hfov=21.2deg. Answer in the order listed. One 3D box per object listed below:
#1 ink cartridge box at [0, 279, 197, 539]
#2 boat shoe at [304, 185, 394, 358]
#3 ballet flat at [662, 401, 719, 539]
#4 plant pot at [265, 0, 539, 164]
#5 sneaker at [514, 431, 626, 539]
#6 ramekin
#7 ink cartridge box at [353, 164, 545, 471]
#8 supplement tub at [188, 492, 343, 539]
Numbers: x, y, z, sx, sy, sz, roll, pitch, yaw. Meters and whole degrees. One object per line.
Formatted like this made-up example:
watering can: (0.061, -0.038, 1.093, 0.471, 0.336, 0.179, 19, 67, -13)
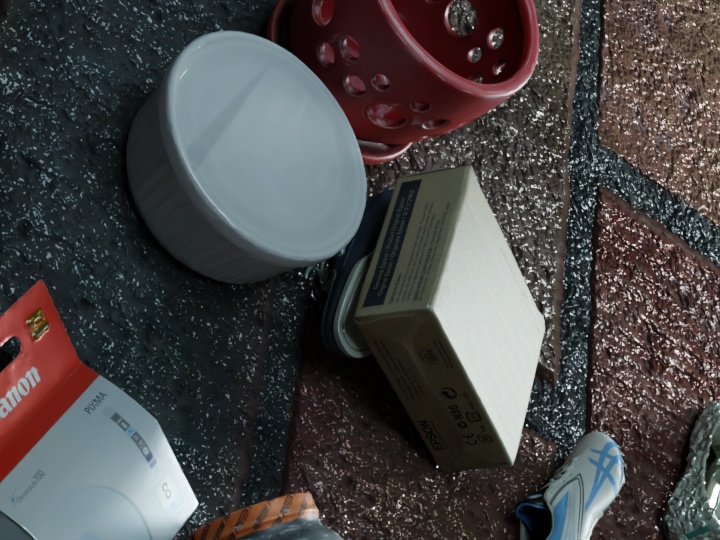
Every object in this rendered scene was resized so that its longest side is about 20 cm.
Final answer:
ink cartridge box: (-0.199, 0.126, 1.306, 0.160, 0.047, 0.201, -51, 124, -52)
boat shoe: (0.000, 0.000, 1.611, 0.075, 0.061, 0.201, 61, 34, -36)
ballet flat: (0.347, 0.194, 1.841, 0.072, 0.072, 0.201, 46, 42, -13)
plant pot: (0.026, -0.201, 1.674, 0.199, 0.182, 0.202, 24, 51, -33)
sneaker: (0.177, 0.201, 1.667, 0.072, 0.072, 0.200, 40, 40, -7)
ramekin: (-0.099, -0.083, 1.547, 0.201, 0.094, 0.204, 23, 52, -34)
ink cartridge box: (0.079, 0.042, 1.607, 0.201, 0.074, 0.166, 61, 33, -37)
supplement tub: (-0.047, 0.268, 1.364, 0.122, 0.122, 0.202, -5, 69, -45)
